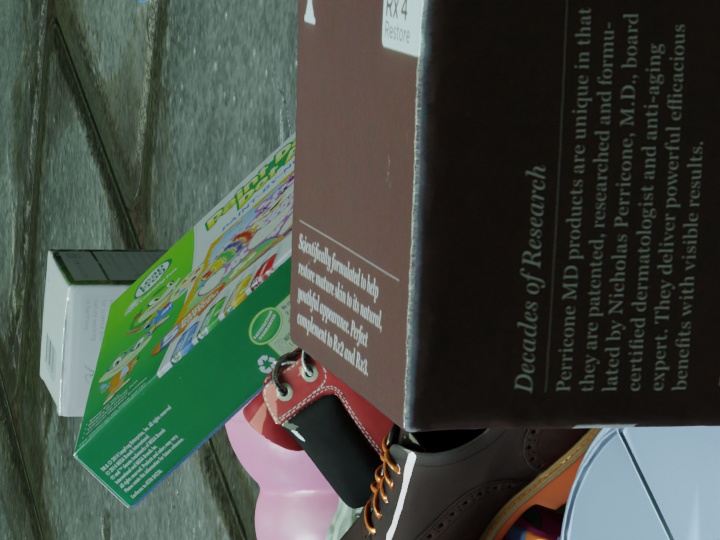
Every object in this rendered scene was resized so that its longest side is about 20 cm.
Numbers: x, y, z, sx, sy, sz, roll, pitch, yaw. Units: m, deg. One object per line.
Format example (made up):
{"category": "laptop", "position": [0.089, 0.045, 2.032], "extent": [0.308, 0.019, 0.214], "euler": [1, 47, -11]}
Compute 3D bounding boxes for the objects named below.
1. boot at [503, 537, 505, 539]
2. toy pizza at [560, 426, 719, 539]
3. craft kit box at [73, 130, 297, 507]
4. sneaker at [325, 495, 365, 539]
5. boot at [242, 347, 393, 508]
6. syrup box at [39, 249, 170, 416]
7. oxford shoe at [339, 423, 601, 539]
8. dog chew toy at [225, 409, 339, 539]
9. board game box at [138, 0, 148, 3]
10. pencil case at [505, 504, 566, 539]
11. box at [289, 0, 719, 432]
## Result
{"category": "boot", "position": [0.060, 0.067, 1.355], "extent": [0.200, 0.075, 0.097], "euler": [-120, 31, -64]}
{"category": "toy pizza", "position": [0.146, 0.139, 1.048], "extent": [0.200, 0.032, 0.200], "euler": [28, 125, 48]}
{"category": "craft kit box", "position": [-0.050, 0.002, 1.392], "extent": [0.200, 0.049, 0.198], "euler": [-43, 12, 14]}
{"category": "sneaker", "position": [0.033, 0.107, 1.266], "extent": [0.088, 0.076, 0.200], "euler": [-33, 49, 25]}
{"category": "boot", "position": [0.000, 0.000, 1.211], "extent": [0.072, 0.144, 0.200], "euler": [-85, -26, -75]}
{"category": "syrup box", "position": [-0.076, 0.035, 1.602], "extent": [0.079, 0.200, 0.081], "euler": [-133, 46, -68]}
{"category": "oxford shoe", "position": [0.025, 0.091, 1.178], "extent": [0.200, 0.073, 0.071], "euler": [-45, 33, 15]}
{"category": "dog chew toy", "position": [-0.004, 0.120, 1.518], "extent": [0.125, 0.124, 0.200], "euler": [-172, 74, -74]}
{"category": "board game box", "position": [-0.003, -0.219, 1.224], "extent": [0.056, 0.200, 0.196], "euler": [57, -146, -29]}
{"category": "pencil case", "position": [0.096, 0.189, 1.217], "extent": [0.088, 0.088, 0.200], "euler": [-136, 47, -68]}
{"category": "box", "position": [0.091, -0.039, 1.008], "extent": [0.166, 0.200, 0.164], "euler": [-146, 57, -72]}
